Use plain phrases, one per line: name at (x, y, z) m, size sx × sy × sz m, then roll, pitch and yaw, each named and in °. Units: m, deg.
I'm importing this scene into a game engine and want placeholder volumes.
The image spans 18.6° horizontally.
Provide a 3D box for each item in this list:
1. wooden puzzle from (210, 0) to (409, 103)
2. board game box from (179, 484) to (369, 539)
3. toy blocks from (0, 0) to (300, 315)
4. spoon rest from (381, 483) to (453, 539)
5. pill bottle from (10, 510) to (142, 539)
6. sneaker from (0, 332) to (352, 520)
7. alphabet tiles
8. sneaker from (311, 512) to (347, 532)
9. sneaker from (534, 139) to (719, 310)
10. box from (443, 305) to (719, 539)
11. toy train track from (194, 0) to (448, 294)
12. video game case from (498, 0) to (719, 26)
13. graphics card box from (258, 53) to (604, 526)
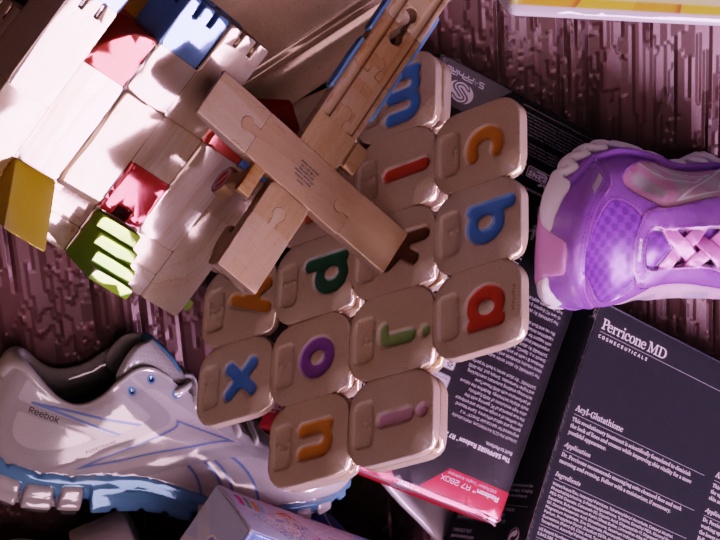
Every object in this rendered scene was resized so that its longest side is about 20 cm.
wooden puzzle at (-0.058, -0.166, 1.019) m, size 0.184 × 0.037 × 0.200 m, roll -33°, pitch 125°, yaw 0°
board game box at (-0.045, 0.221, 1.100) m, size 0.198 × 0.043 × 0.201 m, roll 25°, pitch 105°, yaw -39°
toy blocks at (-0.103, -0.074, 0.986) m, size 0.137 × 0.100 × 0.200 m, roll -52°, pitch 133°, yaw 4°
spoon rest at (0.038, 0.109, 1.154) m, size 0.099 × 0.060 × 0.201 m, roll -33°, pitch 130°, yaw -39°
pill bottle at (-0.191, 0.202, 1.106) m, size 0.199 × 0.110 × 0.110 m, roll -25°, pitch 119°, yaw -5°
sneaker at (-0.093, 0.077, 1.101) m, size 0.199 × 0.075 × 0.087 m, roll 6°, pitch 107°, yaw -20°
alphabet tiles at (0.000, 0.000, 1.018) m, size 0.195 × 0.201 × 0.015 m, roll -19°, pitch 148°, yaw 37°
sneaker at (-0.048, 0.215, 1.182) m, size 0.115 × 0.081 × 0.200 m, roll 23°, pitch 113°, yaw -29°
sneaker at (0.161, -0.018, 1.075) m, size 0.200 × 0.088 × 0.081 m, roll -7°, pitch 109°, yaw -51°
box at (0.159, 0.117, 1.160) m, size 0.199 × 0.079 × 0.142 m, roll 26°, pitch 78°, yaw -27°
toy train track at (-0.010, -0.076, 0.996) m, size 0.115 × 0.032 × 0.201 m, roll 41°, pitch 70°, yaw -22°
video game case at (0.172, -0.203, 1.021) m, size 0.199 × 0.023 × 0.183 m, roll 1°, pitch 114°, yaw -17°
graphics card box at (0.042, 0.009, 1.078) m, size 0.125 × 0.051 × 0.201 m, roll 23°, pitch 83°, yaw -27°
